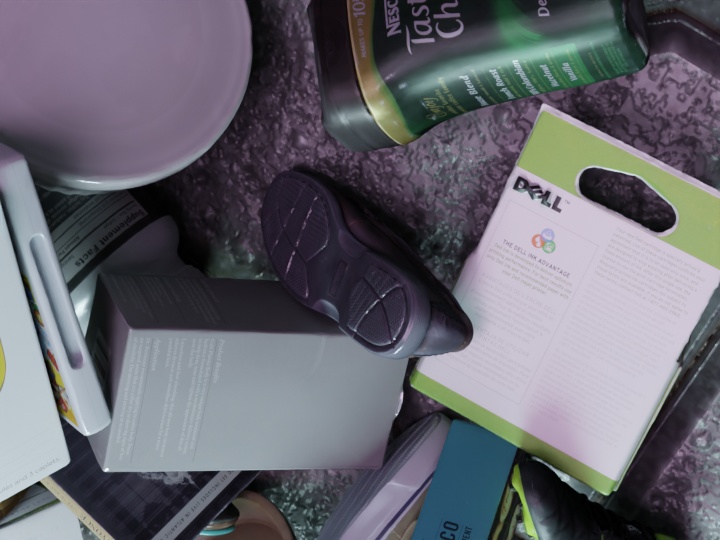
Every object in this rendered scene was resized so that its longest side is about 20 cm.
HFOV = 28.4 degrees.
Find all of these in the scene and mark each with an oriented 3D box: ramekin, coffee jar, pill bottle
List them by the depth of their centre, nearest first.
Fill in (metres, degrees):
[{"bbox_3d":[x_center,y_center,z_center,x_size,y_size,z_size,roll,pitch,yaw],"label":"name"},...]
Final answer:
[{"bbox_3d":[0.065,-0.143,0.848,0.199,0.085,0.105,-17,67,20],"label":"coffee jar"},{"bbox_3d":[-0.176,-0.141,0.909,0.203,0.202,0.094,55,159,-2],"label":"ramekin"},{"bbox_3d":[-0.199,-0.026,0.987,0.200,0.116,0.116,47,116,1],"label":"pill bottle"}]

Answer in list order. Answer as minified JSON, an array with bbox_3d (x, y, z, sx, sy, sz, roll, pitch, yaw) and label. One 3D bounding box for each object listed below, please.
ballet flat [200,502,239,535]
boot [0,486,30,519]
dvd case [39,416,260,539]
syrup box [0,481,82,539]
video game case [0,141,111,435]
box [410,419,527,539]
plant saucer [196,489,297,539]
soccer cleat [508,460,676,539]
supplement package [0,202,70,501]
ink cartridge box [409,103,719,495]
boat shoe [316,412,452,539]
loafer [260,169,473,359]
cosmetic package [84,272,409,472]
[{"bbox_3d":[-0.179,0.153,1.055,0.199,0.068,0.069,0,92,28],"label":"ballet flat"},{"bbox_3d":[-0.303,0.110,1.029,0.154,0.201,0.073,-2,131,23],"label":"boot"},{"bbox_3d":[-0.174,0.106,1.000,0.200,0.149,0.016,42,131,5],"label":"dvd case"},{"bbox_3d":[-0.288,0.194,1.062,0.199,0.078,0.082,9,114,49],"label":"syrup box"},{"bbox_3d":[-0.231,-0.010,0.881,0.199,0.023,0.183,25,136,48],"label":"video game case"},{"bbox_3d":[0.056,0.205,0.912,0.049,0.082,0.201,14,66,19],"label":"box"},{"bbox_3d":[-0.103,0.258,1.020,0.029,0.201,0.200,28,123,-36],"label":"plant saucer"},{"bbox_3d":[0.162,0.182,0.916,0.081,0.068,0.200,-28,123,14],"label":"soccer cleat"},{"bbox_3d":[-0.285,0.038,0.827,0.150,0.151,0.201,37,144,40],"label":"supplement package"},{"bbox_3d":[0.141,0.014,0.891,0.147,0.076,0.201,28,109,12],"label":"ink cartridge box"},{"bbox_3d":[0.010,0.186,0.951,0.062,0.200,0.072,43,160,-10],"label":"boat shoe"},{"bbox_3d":[0.000,0.000,0.912,0.200,0.063,0.072,45,114,49],"label":"loafer"},{"bbox_3d":[-0.075,0.067,0.926,0.090,0.199,0.108,45,126,53],"label":"cosmetic package"}]
